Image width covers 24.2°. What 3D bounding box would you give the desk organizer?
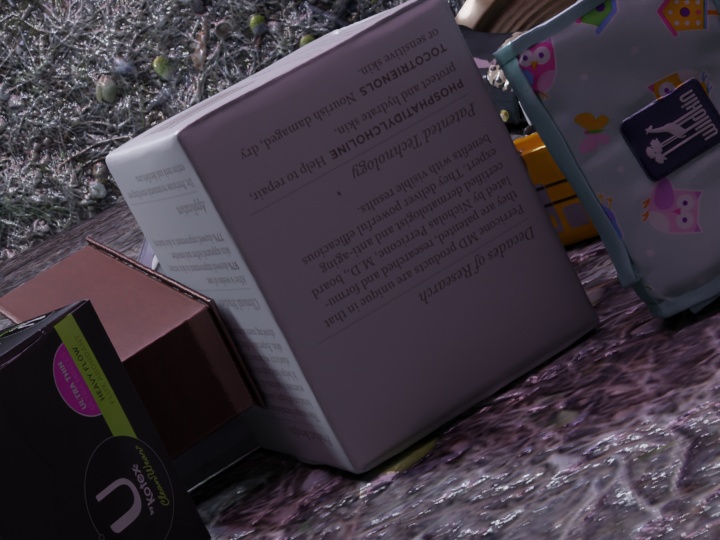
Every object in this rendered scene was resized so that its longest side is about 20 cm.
[{"bbox_3d":[-0.141,0.046,0.975,0.077,0.072,0.200,-33,24,-19],"label":"desk organizer"}]

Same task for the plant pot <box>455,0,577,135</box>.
[{"bbox_3d":[0.176,-0.186,1.463,0.200,0.201,0.093,-25,54,-20],"label":"plant pot"}]

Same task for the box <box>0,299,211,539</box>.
[{"bbox_3d":[-0.208,0.125,0.864,0.200,0.149,0.124,-19,12,37],"label":"box"}]

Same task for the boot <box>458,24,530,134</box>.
[{"bbox_3d":[0.069,-0.112,1.349,0.154,0.073,0.204,9,73,45],"label":"boot"}]

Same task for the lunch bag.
[{"bbox_3d":[0.180,-0.089,0.878,0.200,0.171,0.122,-34,5,-31],"label":"lunch bag"}]

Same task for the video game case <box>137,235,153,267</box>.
[{"bbox_3d":[-0.094,-0.037,1.294,0.142,0.019,0.200,-4,36,9],"label":"video game case"}]

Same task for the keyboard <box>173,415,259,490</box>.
[{"bbox_3d":[-0.073,0.081,0.998,0.200,0.056,0.011,-31,16,-20],"label":"keyboard"}]

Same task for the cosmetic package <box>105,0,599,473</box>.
[{"bbox_3d":[-0.010,-0.019,0.928,0.166,0.200,0.167,-31,11,-19],"label":"cosmetic package"}]

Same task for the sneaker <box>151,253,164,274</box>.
[{"bbox_3d":[-0.117,0.063,1.155,0.075,0.116,0.200,-11,-40,-43],"label":"sneaker"}]

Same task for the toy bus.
[{"bbox_3d":[0.148,-0.065,1.096,0.200,0.078,0.065,-18,12,39],"label":"toy bus"}]

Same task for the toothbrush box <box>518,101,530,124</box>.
[{"bbox_3d":[0.239,-0.141,1.219,0.200,0.085,0.146,-18,13,36],"label":"toothbrush box"}]
